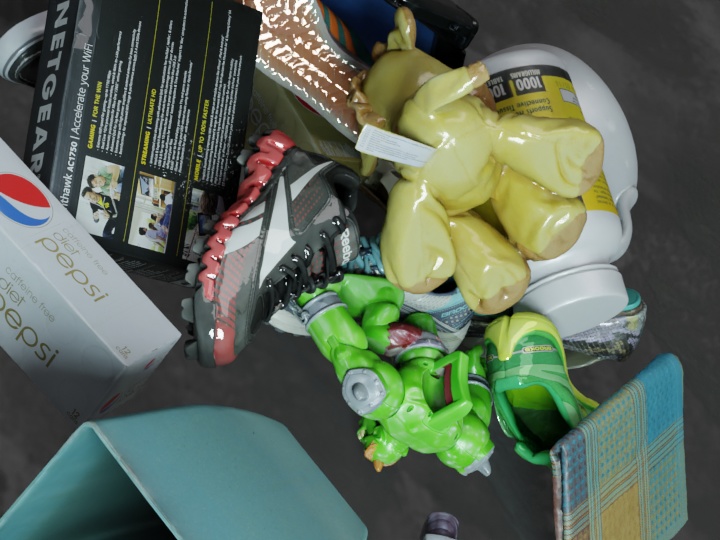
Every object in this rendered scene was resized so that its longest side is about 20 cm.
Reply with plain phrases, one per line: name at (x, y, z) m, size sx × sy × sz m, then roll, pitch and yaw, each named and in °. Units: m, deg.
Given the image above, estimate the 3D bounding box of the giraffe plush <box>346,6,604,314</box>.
giraffe plush at (0.054, -0.090, 1.324) m, size 0.199 × 0.173 × 0.163 m, roll 35°, pitch 14°, yaw -32°

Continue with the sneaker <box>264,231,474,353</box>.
sneaker at (0.000, 0.000, 1.376) m, size 0.198 × 0.087 × 0.078 m, roll 10°, pitch 43°, yaw -24°

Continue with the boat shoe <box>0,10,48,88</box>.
boat shoe at (-0.188, -0.154, 1.397) m, size 0.199 × 0.069 × 0.057 m, roll -8°, pitch 55°, yaw -53°

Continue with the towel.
towel at (0.190, 0.157, 1.368) m, size 0.022 × 0.148 × 0.199 m, roll 6°, pitch 20°, yaw 33°

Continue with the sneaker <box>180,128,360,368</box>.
sneaker at (-0.054, -0.011, 1.235) m, size 0.097 × 0.071 × 0.201 m, roll 15°, pitch 47°, yaw 9°

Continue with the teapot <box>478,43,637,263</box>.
teapot at (0.127, -0.083, 1.561) m, size 0.145 × 0.200 × 0.199 m, roll -29°, pitch 91°, yaw -30°

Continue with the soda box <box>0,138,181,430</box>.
soda box at (-0.210, -0.001, 1.181) m, size 0.200 × 0.068 × 0.064 m, roll 46°, pitch 33°, yaw 8°

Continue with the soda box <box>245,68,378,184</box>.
soda box at (-0.069, -0.137, 1.502) m, size 0.064 × 0.068 × 0.201 m, roll 3°, pitch 48°, yaw -45°

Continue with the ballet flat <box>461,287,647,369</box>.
ballet flat at (0.124, 0.044, 1.472) m, size 0.198 × 0.073 × 0.072 m, roll 6°, pitch 32°, yaw 9°

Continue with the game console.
game console at (-0.016, -0.205, 1.487) m, size 0.200 × 0.117 × 0.175 m, roll 39°, pitch 16°, yaw 26°

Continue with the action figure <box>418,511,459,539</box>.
action figure at (0.060, 0.233, 1.162) m, size 0.129 × 0.070 × 0.200 m, roll 19°, pitch 22°, yaw 2°

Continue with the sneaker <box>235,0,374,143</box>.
sneaker at (-0.046, -0.175, 1.433) m, size 0.200 × 0.071 × 0.080 m, roll 45°, pitch 7°, yaw -27°

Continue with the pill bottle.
pill bottle at (0.132, -0.055, 1.415) m, size 0.112 × 0.112 × 0.202 m, roll 3°, pitch 62°, yaw -45°

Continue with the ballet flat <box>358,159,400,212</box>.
ballet flat at (0.031, -0.071, 1.496) m, size 0.200 × 0.068 × 0.072 m, roll 50°, pitch 14°, yaw 34°

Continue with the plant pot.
plant pot at (-0.092, 0.162, 1.047) m, size 0.142 × 0.141 × 0.200 m, roll 49°, pitch 26°, yaw 13°

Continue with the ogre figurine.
ogre figurine at (0.032, 0.073, 1.317) m, size 0.200 × 0.097 × 0.121 m, roll 56°, pitch 14°, yaw -43°

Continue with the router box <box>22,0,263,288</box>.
router box at (-0.151, -0.103, 1.288) m, size 0.148 × 0.051 × 0.202 m, roll 16°, pitch 75°, yaw -35°

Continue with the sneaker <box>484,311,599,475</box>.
sneaker at (0.140, 0.118, 1.373) m, size 0.200 × 0.073 × 0.084 m, roll 53°, pitch 36°, yaw -36°
